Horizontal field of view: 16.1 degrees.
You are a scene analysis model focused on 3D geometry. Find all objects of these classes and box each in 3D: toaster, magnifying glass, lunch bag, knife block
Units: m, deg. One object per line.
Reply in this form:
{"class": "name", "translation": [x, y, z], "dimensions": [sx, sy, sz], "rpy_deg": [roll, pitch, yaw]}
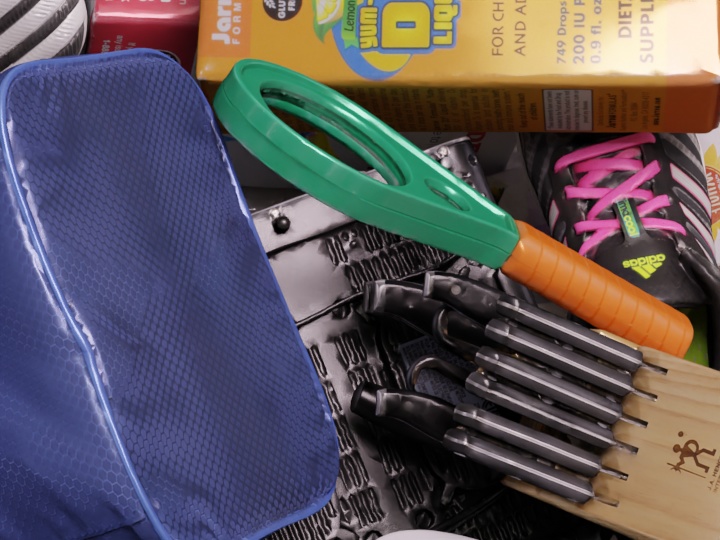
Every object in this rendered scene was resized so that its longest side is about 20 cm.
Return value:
{"class": "toaster", "translation": [-0.008, 0.069, 1.005], "dimensions": [0.180, 0.119, 0.201], "rpy_deg": [-21, 85, -15]}
{"class": "magnifying glass", "translation": [0.035, -0.019, 0.925], "dimensions": [0.199, 0.022, 0.080], "rpy_deg": [27, 19, -16]}
{"class": "lunch bag", "translation": [-0.114, 0.022, 0.870], "dimensions": [0.136, 0.132, 0.201], "rpy_deg": [-13, 80, -61]}
{"class": "knife block", "translation": [0.093, 0.062, 0.940], "dimensions": [0.175, 0.200, 0.064], "rpy_deg": [20, 85, 37]}

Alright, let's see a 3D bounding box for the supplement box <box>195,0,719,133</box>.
{"class": "supplement box", "translation": [0.038, -0.091, 0.971], "dimensions": [0.199, 0.069, 0.067], "rpy_deg": [-1, 77, 7]}

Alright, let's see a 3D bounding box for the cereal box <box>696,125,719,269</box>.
{"class": "cereal box", "translation": [0.189, -0.087, 1.049], "dimensions": [0.199, 0.039, 0.145], "rpy_deg": [-18, 80, 24]}

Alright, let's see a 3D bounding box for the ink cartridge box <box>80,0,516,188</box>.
{"class": "ink cartridge box", "translation": [-0.024, -0.129, 1.111], "dimensions": [0.199, 0.145, 0.145], "rpy_deg": [2, 64, -10]}

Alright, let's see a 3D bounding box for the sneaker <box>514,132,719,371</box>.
{"class": "sneaker", "translation": [0.109, -0.009, 1.006], "dimensions": [0.073, 0.087, 0.201], "rpy_deg": [-14, 90, 4]}

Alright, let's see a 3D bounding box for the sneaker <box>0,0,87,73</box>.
{"class": "sneaker", "translation": [-0.189, -0.086, 1.078], "dimensions": [0.076, 0.199, 0.116], "rpy_deg": [51, 24, -26]}

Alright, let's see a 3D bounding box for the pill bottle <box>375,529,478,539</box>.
{"class": "pill bottle", "translation": [0.013, 0.202, 0.901], "dimensions": [0.113, 0.201, 0.114], "rpy_deg": [19, 20, -7]}

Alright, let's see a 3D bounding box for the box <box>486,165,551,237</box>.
{"class": "box", "translation": [0.000, 0.000, 1.111], "dimensions": [0.199, 0.041, 0.039], "rpy_deg": [-17, 68, -18]}

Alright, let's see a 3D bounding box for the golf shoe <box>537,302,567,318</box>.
{"class": "golf shoe", "translation": [0.144, 0.041, 1.088], "dimensions": [0.199, 0.097, 0.079], "rpy_deg": [8, 63, -6]}
